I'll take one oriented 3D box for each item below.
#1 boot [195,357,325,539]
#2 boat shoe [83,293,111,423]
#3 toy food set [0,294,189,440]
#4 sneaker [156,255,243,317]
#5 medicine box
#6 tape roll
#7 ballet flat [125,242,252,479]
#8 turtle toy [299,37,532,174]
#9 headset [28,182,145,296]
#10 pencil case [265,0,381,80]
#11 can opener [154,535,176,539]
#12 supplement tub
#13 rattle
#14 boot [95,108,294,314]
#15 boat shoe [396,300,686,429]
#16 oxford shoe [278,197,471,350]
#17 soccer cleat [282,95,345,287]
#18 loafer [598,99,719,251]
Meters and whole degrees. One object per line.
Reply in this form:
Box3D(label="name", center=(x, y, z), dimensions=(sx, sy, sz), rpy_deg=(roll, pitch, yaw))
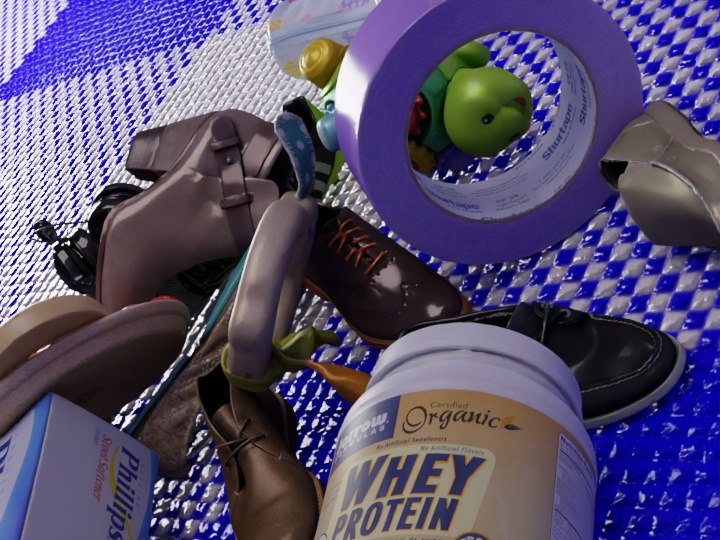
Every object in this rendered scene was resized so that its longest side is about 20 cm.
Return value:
Box3D(label="boot", center=(-0.075, 0.133, 0.965), dimensions=(0.074, 0.075, 0.200), rpy_deg=(-36, 32, 6))
Box3D(label="boat shoe", center=(-0.245, 0.108, 1.196), dimensions=(0.070, 0.070, 0.200), rpy_deg=(-21, 37, 28))
Box3D(label="toy food set", center=(-0.218, 0.077, 1.064), dimensions=(0.200, 0.049, 0.198), rpy_deg=(-18, -22, -51))
Box3D(label="sneaker", center=(-0.126, -0.031, 1.230), dimensions=(0.085, 0.078, 0.200), rpy_deg=(4, 55, 45))
Box3D(label="medicine box", center=(-0.242, 0.219, 0.979), dimensions=(0.200, 0.103, 0.182), rpy_deg=(-43, 27, 26))
Box3D(label="tape roll", center=(0.086, -0.107, 0.961), dimensions=(0.200, 0.200, 0.066), rpy_deg=(-38, 30, 5))
Box3D(label="ballet flat", center=(-0.105, 0.071, 1.080), dimensions=(0.200, 0.065, 0.071), rpy_deg=(-57, 4, -5))
Box3D(label="turtle toy", center=(0.048, -0.125, 1.109), dimensions=(0.200, 0.146, 0.101), rpy_deg=(-11, 63, 42))
Box3D(label="headset", center=(-0.243, -0.020, 1.380), dimensions=(0.200, 0.094, 0.124), rpy_deg=(12, 54, 36))
Box3D(label="pencil case", center=(0.002, -0.234, 1.336), dimensions=(0.200, 0.083, 0.091), rpy_deg=(-6, 23, 46))
Box3D(label="can opener", center=(-0.088, 0.208, 0.892), dimensions=(0.079, 0.063, 0.200), rpy_deg=(-49, 31, -11))
Box3D(label="supplement tub", center=(0.049, 0.140, 0.743), dimensions=(0.144, 0.144, 0.200), rpy_deg=(-22, 36, 30))
Box3D(label="rattle", center=(-0.014, -0.007, 0.979), dimensions=(0.142, 0.130, 0.200), rpy_deg=(5, 51, 19))
Box3D(label="boot", center=(-0.126, -0.033, 1.139), dimensions=(0.146, 0.070, 0.201), rpy_deg=(7, 86, 20))
Box3D(label="boat shoe", center=(0.101, 0.049, 0.875), dimensions=(0.199, 0.066, 0.075), rpy_deg=(-1, 48, 48))
Box3D(label="oxford shoe", center=(0.000, 0.000, 1.036), dimensions=(0.071, 0.073, 0.200), rpy_deg=(-47, 41, -15))
Box3D(label="soccer cleat", center=(-0.062, -0.061, 1.187), dimensions=(0.067, 0.081, 0.200), rpy_deg=(-20, 39, 33))
Box3D(label="loafer", center=(0.203, -0.043, 0.878), dimensions=(0.068, 0.076, 0.200), rpy_deg=(-39, 21, 8))
